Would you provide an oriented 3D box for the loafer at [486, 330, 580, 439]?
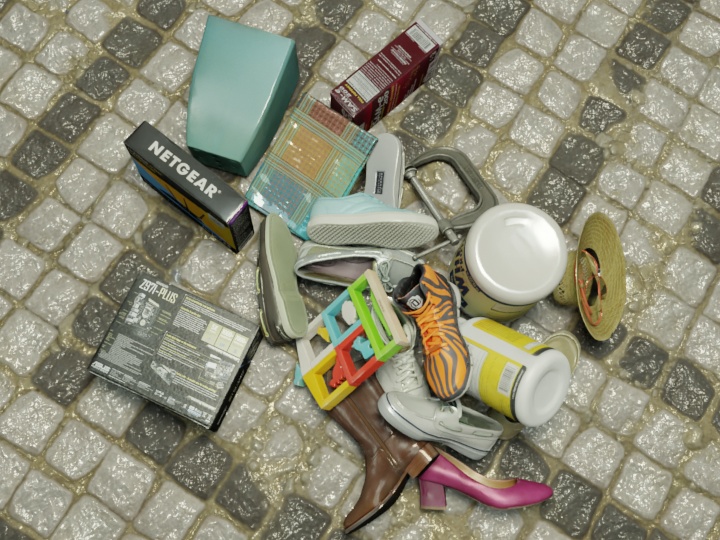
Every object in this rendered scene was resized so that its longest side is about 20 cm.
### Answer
[{"bbox_3d":[0.270,0.173,1.177,0.076,0.068,0.200,39,77,5],"label":"loafer"}]

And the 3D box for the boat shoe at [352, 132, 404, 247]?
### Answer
[{"bbox_3d":[0.033,-0.115,1.241,0.071,0.066,0.202,6,93,22],"label":"boat shoe"}]

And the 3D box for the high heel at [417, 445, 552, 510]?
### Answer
[{"bbox_3d":[0.179,0.295,1.136,0.198,0.067,0.097,-2,85,-1],"label":"high heel"}]

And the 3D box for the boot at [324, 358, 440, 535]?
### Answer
[{"bbox_3d":[-0.010,0.252,1.142,0.186,0.064,0.200,-43,70,-1],"label":"boot"}]

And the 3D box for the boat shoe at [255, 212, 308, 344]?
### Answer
[{"bbox_3d":[-0.133,0.012,1.195,0.060,0.071,0.203,-22,69,30],"label":"boat shoe"}]

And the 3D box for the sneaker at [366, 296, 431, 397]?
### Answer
[{"bbox_3d":[0.057,0.136,1.150,0.073,0.116,0.201,-22,79,-11],"label":"sneaker"}]

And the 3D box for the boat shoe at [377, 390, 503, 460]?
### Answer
[{"bbox_3d":[0.117,0.205,1.112,0.199,0.074,0.067,25,116,-29],"label":"boat shoe"}]

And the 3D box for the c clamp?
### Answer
[{"bbox_3d":[0.127,-0.120,1.238,0.169,0.027,0.201,-17,56,-10],"label":"c clamp"}]

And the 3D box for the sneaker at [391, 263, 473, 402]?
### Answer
[{"bbox_3d":[0.092,0.078,1.077,0.077,0.112,0.201,-30,46,26],"label":"sneaker"}]

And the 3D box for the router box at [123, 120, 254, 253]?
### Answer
[{"bbox_3d":[-0.255,-0.123,1.183,0.199,0.149,0.051,37,75,7],"label":"router box"}]

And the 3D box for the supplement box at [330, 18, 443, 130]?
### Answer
[{"bbox_3d":[0.039,-0.306,1.272,0.200,0.109,0.061,-41,81,-12],"label":"supplement box"}]

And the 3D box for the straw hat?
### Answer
[{"bbox_3d":[0.337,0.011,1.213,0.085,0.200,0.203,-6,69,40],"label":"straw hat"}]

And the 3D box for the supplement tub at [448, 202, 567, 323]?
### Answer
[{"bbox_3d":[0.209,-0.002,1.152,0.143,0.200,0.147,1,74,-4],"label":"supplement tub"}]

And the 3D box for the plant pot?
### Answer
[{"bbox_3d":[-0.194,-0.263,1.235,0.140,0.141,0.202,16,82,1],"label":"plant pot"}]

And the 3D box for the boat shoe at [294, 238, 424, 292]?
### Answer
[{"bbox_3d":[-0.001,-0.002,1.194,0.200,0.075,0.065,10,32,1],"label":"boat shoe"}]

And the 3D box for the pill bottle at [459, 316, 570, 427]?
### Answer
[{"bbox_3d":[0.191,0.134,1.120,0.112,0.112,0.199,-50,42,-14],"label":"pill bottle"}]

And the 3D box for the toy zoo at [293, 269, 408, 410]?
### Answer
[{"bbox_3d":[-0.027,0.110,1.137,0.200,0.020,0.132,-44,51,24],"label":"toy zoo"}]

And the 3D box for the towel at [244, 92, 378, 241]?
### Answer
[{"bbox_3d":[-0.080,-0.156,1.225,0.146,0.022,0.201,33,102,6],"label":"towel"}]

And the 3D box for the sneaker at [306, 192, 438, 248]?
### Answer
[{"bbox_3d":[0.020,-0.086,1.175,0.198,0.074,0.083,4,58,3],"label":"sneaker"}]

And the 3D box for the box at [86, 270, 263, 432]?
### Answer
[{"bbox_3d":[-0.268,0.120,1.148,0.198,0.086,0.165,24,75,3],"label":"box"}]
